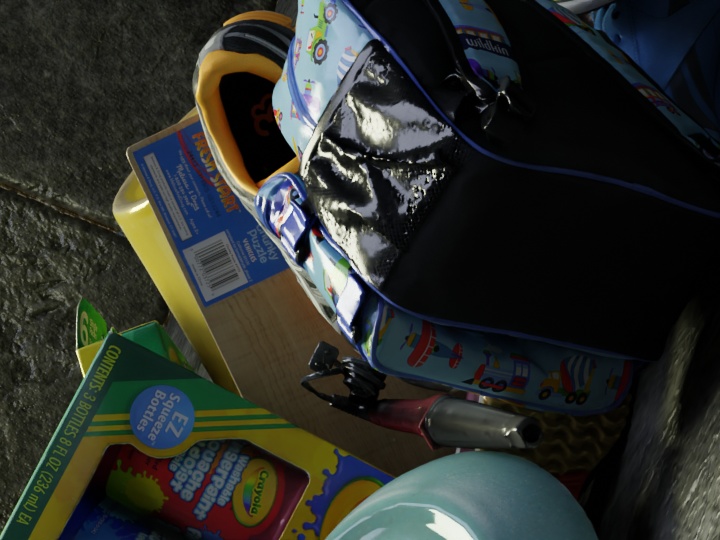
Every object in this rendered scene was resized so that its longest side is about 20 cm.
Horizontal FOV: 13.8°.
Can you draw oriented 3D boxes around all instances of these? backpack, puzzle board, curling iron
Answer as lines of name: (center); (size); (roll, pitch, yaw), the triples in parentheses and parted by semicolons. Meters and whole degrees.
backpack: (0.042, -0.052, 1.259); (0.135, 0.183, 0.200); (-60, 43, 21)
puzzle board: (0.000, 0.000, 1.392); (0.151, 0.200, 0.017); (-26, -1, 5)
curling iron: (0.027, 0.061, 1.282); (0.026, 0.050, 0.200); (-63, 24, -6)

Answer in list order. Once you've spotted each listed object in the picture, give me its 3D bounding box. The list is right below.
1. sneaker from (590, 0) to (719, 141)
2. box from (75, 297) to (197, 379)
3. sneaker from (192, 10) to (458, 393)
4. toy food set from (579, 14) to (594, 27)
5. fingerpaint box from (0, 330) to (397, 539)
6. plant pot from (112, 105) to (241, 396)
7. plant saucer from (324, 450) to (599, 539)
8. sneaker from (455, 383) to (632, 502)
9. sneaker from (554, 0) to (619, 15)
sneaker: (0.130, -0.080, 1.363); (0.066, 0.078, 0.200); (124, 165, -49)
box: (-0.089, 0.112, 1.471); (0.117, 0.048, 0.200); (64, -175, -72)
sneaker: (-0.014, -0.026, 1.341); (0.078, 0.200, 0.077); (-39, -3, 14)
toy food set: (0.103, -0.155, 1.509); (0.060, 0.143, 0.200); (-54, 12, 22)
fingerpaint box: (-0.084, 0.154, 1.342); (0.200, 0.167, 0.073); (-62, -5, -6)
plant pot: (-0.016, -0.003, 1.487); (0.201, 0.189, 0.201); (-39, 15, 12)
plant saucer: (0.020, 0.166, 1.216); (0.200, 0.036, 0.200); (-24, 56, 41)
sneaker: (0.062, 0.104, 1.316); (0.090, 0.075, 0.200); (-50, 18, 51)
sneaker: (0.125, -0.176, 1.330); (0.200, 0.081, 0.074); (-20, 26, 31)
